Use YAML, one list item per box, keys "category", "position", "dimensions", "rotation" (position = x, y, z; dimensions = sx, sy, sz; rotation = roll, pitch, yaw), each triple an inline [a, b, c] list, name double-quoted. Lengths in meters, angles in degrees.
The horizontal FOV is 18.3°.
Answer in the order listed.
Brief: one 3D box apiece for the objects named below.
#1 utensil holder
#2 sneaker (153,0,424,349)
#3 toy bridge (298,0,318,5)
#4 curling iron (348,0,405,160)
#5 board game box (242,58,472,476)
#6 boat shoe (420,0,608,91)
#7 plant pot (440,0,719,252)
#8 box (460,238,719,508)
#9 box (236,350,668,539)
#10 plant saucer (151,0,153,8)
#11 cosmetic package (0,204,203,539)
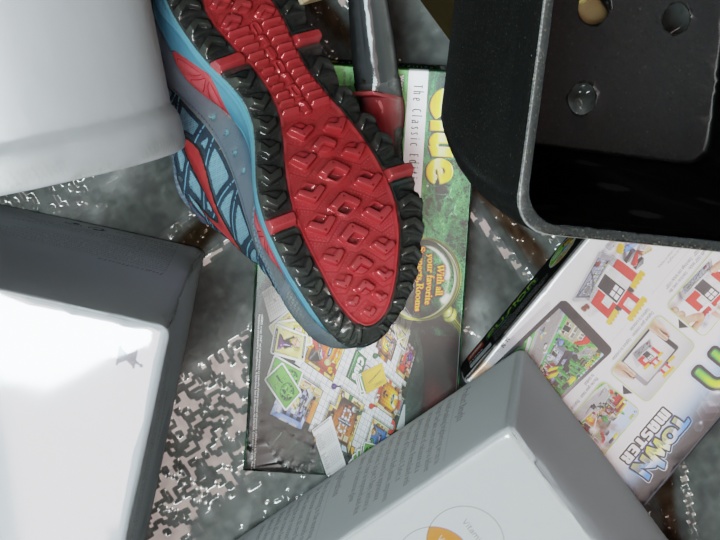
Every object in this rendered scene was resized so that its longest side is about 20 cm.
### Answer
- category: "utensil holder"
  position: [-0.174, -0.135, 0.952]
  dimensions: [0.169, 0.170, 0.201]
  rotation: [-10, 97, 0]
- category: "sneaker"
  position: [-0.038, -0.046, 1.012]
  dimensions: [0.079, 0.096, 0.201]
  rotation: [-13, 66, -28]
- category: "toy bridge"
  position: [-0.032, -0.223, 0.984]
  dimensions: [0.067, 0.027, 0.201]
  rotation: [-22, 87, 44]
- category: "curling iron"
  position: [-0.001, -0.075, 1.028]
  dimensions: [0.049, 0.026, 0.201]
  rotation: [1, 107, 2]
- category: "board game box"
  position: [0.000, 0.000, 1.076]
  dimensions: [0.104, 0.023, 0.201]
  rotation: [4, 100, 0]
- category: "boat shoe"
  position: [0.040, -0.172, 1.028]
  dimensions: [0.066, 0.074, 0.200]
  rotation: [-36, 96, -13]
- category: "plant pot"
  position: [0.132, -0.113, 0.922]
  dimensions: [0.199, 0.177, 0.201]
  rotation: [6, 94, -20]
- category: "box"
  position: [0.152, 0.008, 1.074]
  dimensions: [0.110, 0.035, 0.200]
  rotation: [39, 97, -7]
- category: "box"
  position: [0.038, 0.163, 1.044]
  dimensions: [0.200, 0.106, 0.152]
  rotation: [-35, 100, 16]
- category: "plant saucer"
  position: [-0.129, -0.210, 1.034]
  dimensions: [0.199, 0.027, 0.201]
  rotation: [0, 101, -2]
- category: "cosmetic package"
  position: [-0.153, 0.089, 0.998]
  dimensions: [0.122, 0.200, 0.200]
  rotation: [12, 99, -3]
